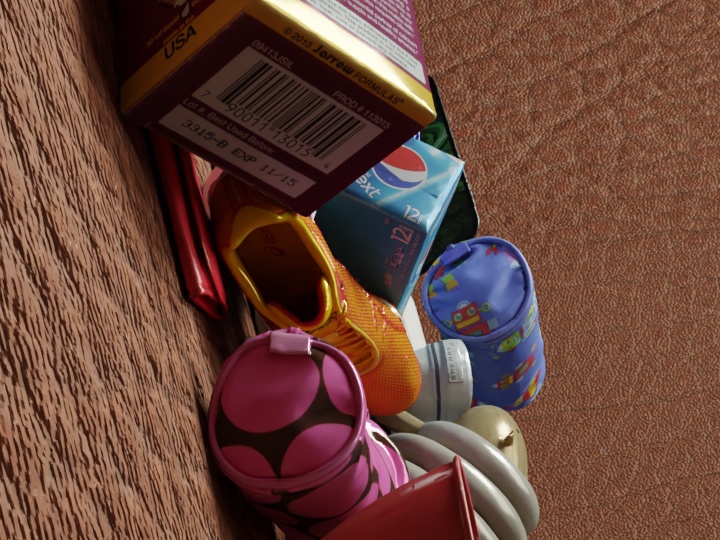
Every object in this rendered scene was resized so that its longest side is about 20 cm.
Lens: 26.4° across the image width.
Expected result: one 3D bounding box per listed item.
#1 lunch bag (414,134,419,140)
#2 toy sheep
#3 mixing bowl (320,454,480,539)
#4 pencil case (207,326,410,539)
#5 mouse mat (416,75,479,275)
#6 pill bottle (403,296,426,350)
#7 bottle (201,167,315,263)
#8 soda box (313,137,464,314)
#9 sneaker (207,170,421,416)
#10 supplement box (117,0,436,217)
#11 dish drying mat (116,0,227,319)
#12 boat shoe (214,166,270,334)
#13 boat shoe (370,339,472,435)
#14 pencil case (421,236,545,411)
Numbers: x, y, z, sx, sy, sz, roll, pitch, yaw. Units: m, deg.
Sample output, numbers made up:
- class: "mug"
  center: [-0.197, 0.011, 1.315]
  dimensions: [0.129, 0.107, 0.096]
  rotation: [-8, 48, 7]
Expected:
- class: "lunch bag"
  center: [-0.033, -0.107, 1.160]
  dimensions: [0.094, 0.150, 0.200]
  rotation: [11, 67, -54]
- class: "toy sheep"
  center: [0.035, 0.163, 0.953]
  dimensions: [0.138, 0.200, 0.138]
  rotation: [34, -22, 15]
- class: "mixing bowl"
  center: [0.018, 0.198, 0.741]
  dimensions: [0.200, 0.108, 0.201]
  rotation: [-12, 90, -86]
- class: "pencil case"
  center: [-0.023, 0.094, 0.815]
  dimensions: [0.200, 0.091, 0.094]
  rotation: [71, 32, -69]
- class: "mouse mat"
  center: [-0.004, -0.040, 1.163]
  dimensions: [0.008, 0.200, 0.161]
  rotation: [29, 37, -45]
- class: "pill bottle"
  center: [0.000, 0.069, 1.338]
  dimensions: [0.114, 0.114, 0.200]
  rotation: [72, 3, -56]
- class: "bottle"
  center: [-0.063, -0.034, 0.982]
  dimensions: [0.200, 0.065, 0.084]
  rotation: [55, 24, -85]
- class: "soda box"
  center: [0.000, 0.000, 0.957]
  dimensions: [0.064, 0.068, 0.200]
  rotation: [-61, 174, -38]
- class: "sneaker"
  center: [-0.026, 0.027, 0.871]
  dimensions: [0.200, 0.073, 0.077]
  rotation: [50, 14, -37]
- class: "supplement box"
  center: [-0.051, -0.151, 0.807]
  dimensions: [0.131, 0.103, 0.200]
  rotation: [29, 39, -37]
- class: "dish drying mat"
  center: [-0.103, -0.076, 0.838]
  dimensions: [0.077, 0.018, 0.200]
  rotation: [72, 3, -79]
- class: "boat shoe"
  center: [-0.051, -0.005, 1.113]
  dimensions: [0.060, 0.072, 0.200]
  rotation: [21, 48, -84]
- class: "boat shoe"
  center: [0.036, 0.098, 1.082]
  dimensions: [0.200, 0.067, 0.074]
  rotation: [91, -6, -61]
- class: "pencil case"
  center: [0.091, 0.042, 1.121]
  dimensions: [0.087, 0.078, 0.200]
  rotation: [53, -6, 22]
